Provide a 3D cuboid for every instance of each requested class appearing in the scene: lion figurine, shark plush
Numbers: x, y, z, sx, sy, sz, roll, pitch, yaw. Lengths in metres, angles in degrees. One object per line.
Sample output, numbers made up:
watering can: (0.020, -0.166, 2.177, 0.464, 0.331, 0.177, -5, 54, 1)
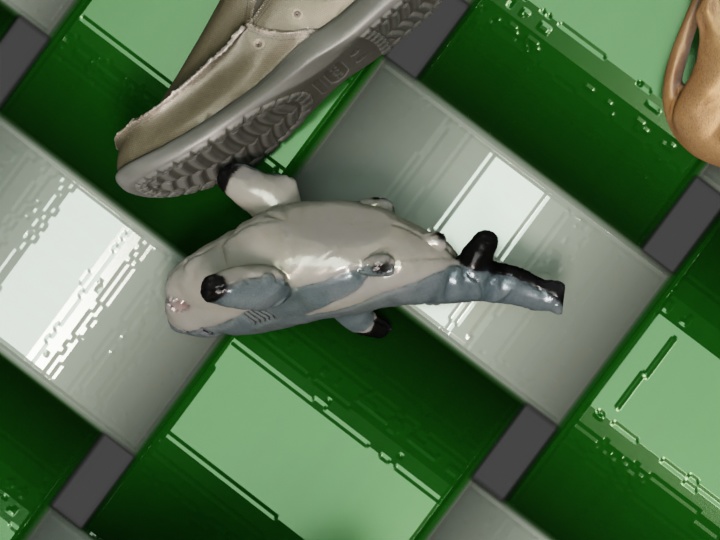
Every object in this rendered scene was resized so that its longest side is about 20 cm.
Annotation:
lion figurine: (0.215, -0.061, 1.213, 0.200, 0.072, 0.123, 38, 105, 18)
shark plush: (0.000, 0.000, 1.228, 0.199, 0.084, 0.091, -6, 45, -6)

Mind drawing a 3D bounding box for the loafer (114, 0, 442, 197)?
loafer: (-0.048, -0.111, 1.231, 0.200, 0.075, 0.070, -37, 75, -2)
